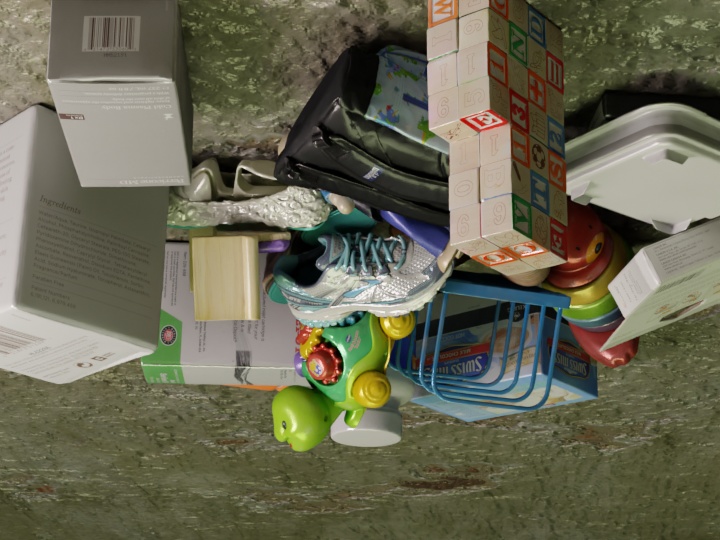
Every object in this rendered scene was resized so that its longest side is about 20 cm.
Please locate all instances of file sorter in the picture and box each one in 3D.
[{"bbox_3d":[0.115,0.067,1.577,0.137,0.124,0.200,7,-176,-14],"label":"file sorter"}]

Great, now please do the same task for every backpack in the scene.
[{"bbox_3d":[0.050,-0.110,1.285,0.198,0.155,0.163,28,148,-10],"label":"backpack"}]

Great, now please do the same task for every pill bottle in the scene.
[{"bbox_3d":[0.010,0.095,1.717,0.110,0.203,0.112,1,160,0],"label":"pill bottle"}]

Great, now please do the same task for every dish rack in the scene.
[{"bbox_3d":[0.283,-0.085,1.378,0.198,0.044,0.171,15,154,-36],"label":"dish rack"}]

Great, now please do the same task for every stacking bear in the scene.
[{"bbox_3d":[0.237,-0.006,1.578,0.113,0.122,0.200,31,169,40],"label":"stacking bear"}]

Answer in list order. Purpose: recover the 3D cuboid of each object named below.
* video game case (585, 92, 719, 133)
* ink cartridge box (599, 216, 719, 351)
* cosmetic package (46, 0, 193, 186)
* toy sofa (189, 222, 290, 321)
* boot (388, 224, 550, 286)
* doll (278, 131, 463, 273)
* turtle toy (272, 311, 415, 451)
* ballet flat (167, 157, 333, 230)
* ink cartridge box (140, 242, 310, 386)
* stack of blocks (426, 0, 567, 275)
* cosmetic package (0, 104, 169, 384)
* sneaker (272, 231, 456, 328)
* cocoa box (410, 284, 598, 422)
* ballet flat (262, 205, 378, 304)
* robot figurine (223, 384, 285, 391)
[{"bbox_3d":[0.305,-0.111,1.405,0.197,0.026,0.181,3,159,-4],"label":"video game case"},{"bbox_3d":[0.344,0.001,1.536,0.198,0.045,0.177,-20,161,-21],"label":"ink cartridge box"},{"bbox_3d":[-0.197,-0.146,1.253,0.105,0.091,0.200,-1,156,-1],"label":"cosmetic package"},{"bbox_3d":[-0.125,-0.005,1.514,0.096,0.084,0.200,-1,-172,-8],"label":"toy sofa"},{"bbox_3d":[0.091,-0.067,1.477,0.198,0.074,0.155,13,151,35],"label":"boot"},{"bbox_3d":[0.010,-0.073,1.383,0.199,0.136,0.049,32,119,10],"label":"doll"},{"bbox_3d":[-0.024,0.098,1.574,0.100,0.202,0.146,23,172,-12],"label":"turtle toy"},{"bbox_3d":[-0.122,-0.081,1.462,0.197,0.073,0.072,2,161,17],"label":"ballet flat"},{"bbox_3d":[-0.143,0.051,1.686,0.197,0.148,0.084,2,159,-2],"label":"ink cartridge box"},{"bbox_3d":[0.107,-0.111,1.165,0.058,0.203,0.115,-13,156,35],"label":"stack of blocks"},{"bbox_3d":[-0.297,-0.019,1.429,0.165,0.203,0.166,20,153,-40],"label":"cosmetic package"},{"bbox_3d":[0.000,0.000,1.469,0.198,0.078,0.086,-18,135,27],"label":"sneaker"},{"bbox_3d":[0.171,0.096,1.809,0.198,0.133,0.133,-15,154,37],"label":"cocoa box"},{"bbox_3d":[-0.045,-0.042,1.537,0.067,0.068,0.200,22,138,-28],"label":"ballet flat"},{"bbox_3d":[-0.131,0.087,1.823,0.197,0.118,0.145,9,134,-19],"label":"robot figurine"}]
